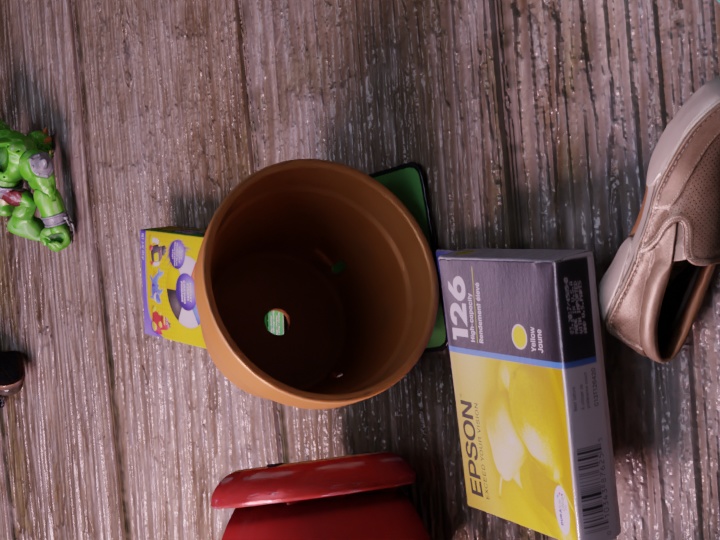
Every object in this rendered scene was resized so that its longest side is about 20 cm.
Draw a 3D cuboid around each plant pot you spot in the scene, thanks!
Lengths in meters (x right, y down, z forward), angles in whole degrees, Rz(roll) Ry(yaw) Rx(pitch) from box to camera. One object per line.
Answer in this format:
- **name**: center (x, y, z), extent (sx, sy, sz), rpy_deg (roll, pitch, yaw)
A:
- **plant pot**: center (-0.027, 0.249, 0.972), extent (0.200, 0.199, 0.184), rpy_deg (-16, 77, 48)
- **plant pot**: center (-0.052, 0.027, 0.972), extent (0.140, 0.199, 0.202), rpy_deg (-41, 65, 61)

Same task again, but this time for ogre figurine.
- **ogre figurine**: center (-0.424, -0.114, 1.441), extent (0.200, 0.097, 0.121), rpy_deg (52, 143, 45)

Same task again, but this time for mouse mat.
- **mouse mat**: center (0.000, 0.000, 1.042), extent (0.199, 0.007, 0.163), rpy_deg (-12, 87, 48)

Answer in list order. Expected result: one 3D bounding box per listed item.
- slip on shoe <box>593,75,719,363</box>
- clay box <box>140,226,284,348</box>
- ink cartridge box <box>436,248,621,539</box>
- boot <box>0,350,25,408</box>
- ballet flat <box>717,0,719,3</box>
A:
- **slip on shoe**: center (0.212, -0.028, 0.744), extent (0.061, 0.075, 0.201), rpy_deg (53, 134, 39)
- **clay box**: center (-0.153, 0.019, 1.187), extent (0.199, 0.047, 0.116), rpy_deg (7, 101, 49)
- **ink cartridge box**: center (0.106, 0.084, 0.866), extent (0.199, 0.047, 0.200), rpy_deg (1, 100, 60)
- **boot**: center (-0.499, 0.162, 1.595), extent (0.199, 0.074, 0.098), rpy_deg (19, 121, 53)
- **ballet flat**: center (0.244, -0.254, 0.680), extent (0.067, 0.070, 0.202), rpy_deg (32, 118, 42)
